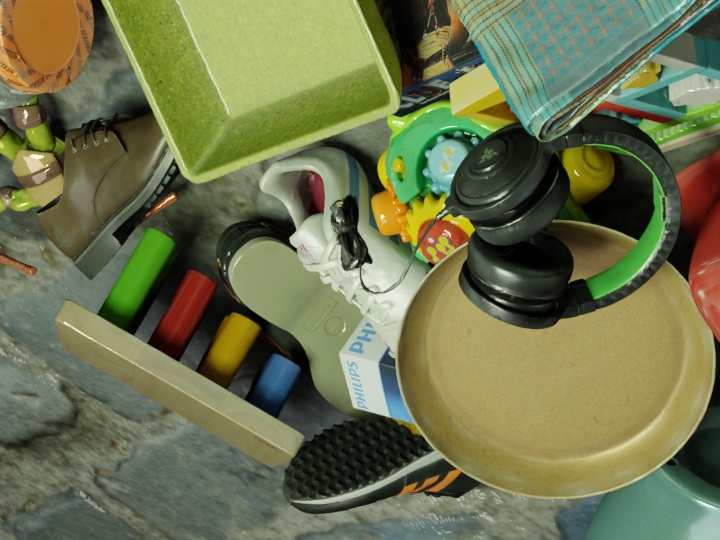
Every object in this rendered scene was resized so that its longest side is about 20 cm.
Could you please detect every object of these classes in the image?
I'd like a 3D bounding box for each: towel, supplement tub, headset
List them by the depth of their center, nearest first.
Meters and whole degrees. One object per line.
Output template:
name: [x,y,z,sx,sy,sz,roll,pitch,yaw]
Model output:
towel: [0.101,-0.183,0.958,0.146,0.022,0.201,-40,59,21]
headset: [0.084,-0.031,1.079,0.199,0.094,0.124,-12,124,-4]
supplement tub: [-0.296,-0.179,1.330,0.199,0.123,0.123,6,133,33]

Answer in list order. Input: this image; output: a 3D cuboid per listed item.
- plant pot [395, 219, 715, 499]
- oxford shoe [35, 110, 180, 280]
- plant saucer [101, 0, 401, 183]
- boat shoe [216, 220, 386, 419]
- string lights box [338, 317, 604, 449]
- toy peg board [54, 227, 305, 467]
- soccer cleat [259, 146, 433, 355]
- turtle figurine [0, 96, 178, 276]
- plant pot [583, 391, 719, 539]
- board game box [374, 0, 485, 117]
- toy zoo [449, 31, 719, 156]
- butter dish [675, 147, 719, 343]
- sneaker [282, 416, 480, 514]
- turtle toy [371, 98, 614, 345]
plant pot: [0.122,0.053,1.162,0.198,0.028,0.201,3,117,6]
oxford shoe: [-0.172,-0.083,1.335,0.084,0.073,0.200,40,117,-6]
plant saucer: [-0.069,-0.169,1.091,0.199,0.048,0.201,-15,103,46]
boat shoe: [-0.032,0.038,1.400,0.201,0.074,0.063,46,-179,-28]
string lights box: [0.098,0.066,1.290,0.199,0.103,0.059,13,138,27]
toy peg board: [-0.122,0.057,1.420,0.198,0.098,0.200,30,169,-2]
soccer cleat: [0.000,0.000,1.250,0.200,0.086,0.070,55,128,25]
turtle figurine: [-0.241,-0.087,1.429,0.199,0.065,0.162,-12,121,33]
plant pot: [0.240,0.194,1.250,0.199,0.200,0.189,19,125,21]
board game box: [0.073,-0.180,1.042,0.034,0.137,0.199,10,160,-39]
toy zoo: [0.143,-0.103,1.043,0.199,0.021,0.131,8,162,-40]
butter dish: [0.276,0.020,1.069,0.199,0.148,0.200,46,141,-12]
sneaker: [0.044,0.148,1.383,0.199,0.070,0.090,-23,130,6]
turtle toy: [0.090,-0.031,1.197,0.200,0.101,0.146,41,142,-9]
